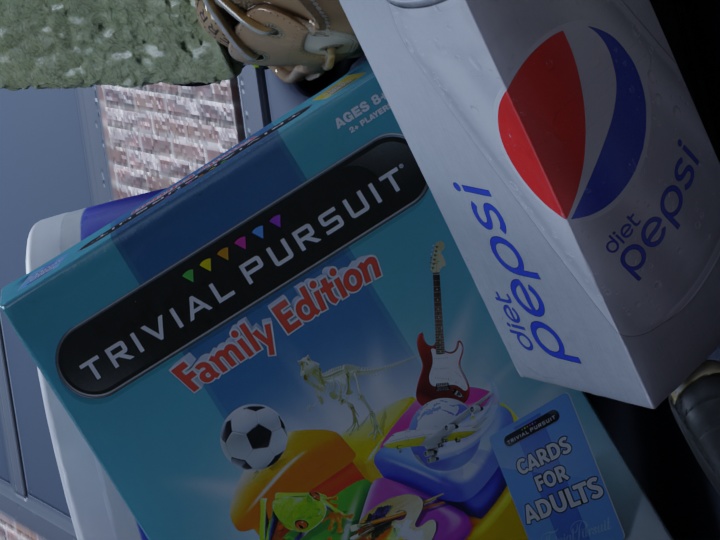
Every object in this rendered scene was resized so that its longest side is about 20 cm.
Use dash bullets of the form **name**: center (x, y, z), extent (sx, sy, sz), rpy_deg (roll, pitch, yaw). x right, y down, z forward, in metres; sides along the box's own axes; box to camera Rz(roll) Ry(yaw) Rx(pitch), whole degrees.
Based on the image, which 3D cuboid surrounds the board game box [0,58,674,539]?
- **board game box**: center (-0.005, 0.053, 0.952), extent (0.200, 0.151, 0.047), rpy_deg (58, 179, -10)

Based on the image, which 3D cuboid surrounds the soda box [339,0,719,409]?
- **soda box**: center (0.052, -0.057, 0.865), extent (0.068, 0.063, 0.200), rpy_deg (12, 136, 52)

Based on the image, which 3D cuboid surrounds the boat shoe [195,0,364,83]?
- **boat shoe**: center (-0.024, -0.095, 0.948), extent (0.071, 0.064, 0.200), rpy_deg (55, -176, 10)

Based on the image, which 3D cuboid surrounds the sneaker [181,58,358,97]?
- **sneaker**: center (-0.042, -0.102, 1.136), extent (0.200, 0.071, 0.083), rpy_deg (-45, 62, 62)

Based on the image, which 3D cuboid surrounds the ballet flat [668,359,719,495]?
- **ballet flat**: center (0.156, 0.077, 0.834), extent (0.066, 0.057, 0.200), rpy_deg (39, -177, -38)

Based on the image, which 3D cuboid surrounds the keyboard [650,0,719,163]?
- **keyboard**: center (0.061, -0.074, 0.991), extent (0.200, 0.021, 0.128), rpy_deg (-15, 93, 65)

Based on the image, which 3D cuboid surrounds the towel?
- **towel**: center (-0.136, -0.134, 1.088), extent (0.199, 0.037, 0.149), rpy_deg (-3, 126, 27)

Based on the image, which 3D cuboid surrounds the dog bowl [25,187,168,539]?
- **dog bowl**: center (-0.063, 0.068, 1.085), extent (0.200, 0.078, 0.201), rpy_deg (-14, -90, -88)
